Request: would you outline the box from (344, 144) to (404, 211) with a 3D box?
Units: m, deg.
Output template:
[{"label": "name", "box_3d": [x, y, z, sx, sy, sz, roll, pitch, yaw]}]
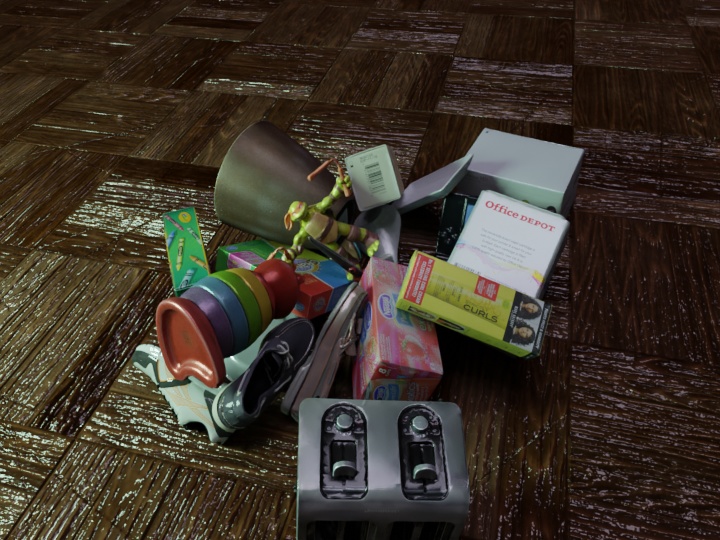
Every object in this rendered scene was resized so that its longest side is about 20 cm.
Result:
[{"label": "box", "box_3d": [0.029, -0.169, 1.117, 0.075, 0.098, 0.200, -16, 9, 9]}]

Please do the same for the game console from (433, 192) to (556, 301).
[{"label": "game console", "box_3d": [0.208, -0.025, 1.001, 0.194, 0.178, 0.118, 12, 10, 17]}]

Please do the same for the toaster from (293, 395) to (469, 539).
[{"label": "toaster", "box_3d": [0.013, 0.240, 0.674, 0.174, 0.204, 0.121, 3, 42, -4]}]

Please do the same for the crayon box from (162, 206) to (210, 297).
[{"label": "crayon box", "box_3d": [-0.269, 0.006, 0.996, 0.056, 0.121, 0.202, -14, 42, -13]}]

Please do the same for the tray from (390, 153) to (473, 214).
[{"label": "tray", "box_3d": [0.122, -0.146, 1.129, 0.108, 0.022, 0.198, -47, 14, -27]}]

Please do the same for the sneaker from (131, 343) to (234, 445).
[{"label": "sneaker", "box_3d": [-0.243, 0.165, 0.843, 0.196, 0.074, 0.082, 22, 75, 23]}]

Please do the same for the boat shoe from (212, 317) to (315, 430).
[{"label": "boat shoe", "box_3d": [-0.110, 0.129, 0.816, 0.062, 0.074, 0.200, -24, 17, 45]}]

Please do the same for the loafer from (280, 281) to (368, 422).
[{"label": "loafer", "box_3d": [-0.036, 0.118, 0.851, 0.062, 0.072, 0.204, 29, 85, 10]}]

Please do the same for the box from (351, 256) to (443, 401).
[{"label": "box", "box_3d": [0.044, 0.091, 0.872, 0.092, 0.104, 0.203, 14, 39, -16]}]

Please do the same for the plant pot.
[{"label": "plant pot", "box_3d": [-0.111, -0.119, 1.039, 0.196, 0.190, 0.188, 28, 48, 15]}]

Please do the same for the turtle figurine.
[{"label": "turtle figurine", "box_3d": [-0.058, -0.053, 0.938, 0.203, 0.160, 0.064, -55, 29, 2]}]

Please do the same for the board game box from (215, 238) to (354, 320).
[{"label": "board game box", "box_3d": [-0.112, 0.005, 1.002, 0.196, 0.042, 0.152, 25, 23, 27]}]

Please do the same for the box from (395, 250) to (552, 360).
[{"label": "box", "box_3d": [0.149, 0.046, 0.825, 0.195, 0.050, 0.077, 23, 74, 2]}]

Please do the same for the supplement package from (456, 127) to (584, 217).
[{"label": "supplement package", "box_3d": [0.293, -0.162, 1.154, 0.195, 0.113, 0.157, 18, 45, 23]}]

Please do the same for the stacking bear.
[{"label": "stacking bear", "box_3d": [-0.159, 0.050, 0.823, 0.119, 0.117, 0.198, 0, 23, 41]}]

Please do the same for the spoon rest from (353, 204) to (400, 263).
[{"label": "spoon rest", "box_3d": [0.033, -0.051, 1.088, 0.097, 0.061, 0.202, -26, 33, 11]}]

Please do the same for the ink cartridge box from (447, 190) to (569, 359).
[{"label": "ink cartridge box", "box_3d": [0.210, 0.003, 0.931, 0.143, 0.083, 0.204, 23, 73, 22]}]

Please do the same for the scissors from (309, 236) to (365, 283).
[{"label": "scissors", "box_3d": [0.000, 0.000, 0.933, 0.071, 0.201, 0.014, -21, 42, 18]}]

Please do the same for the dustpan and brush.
[{"label": "dustpan and brush", "box_3d": [-0.180, 0.127, 0.914, 0.194, 0.058, 0.142, -9, 49, -17]}]

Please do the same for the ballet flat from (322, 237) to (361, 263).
[{"label": "ballet flat", "box_3d": [-0.058, -0.077, 1.119, 0.062, 0.070, 0.202, -24, 43, -3]}]
